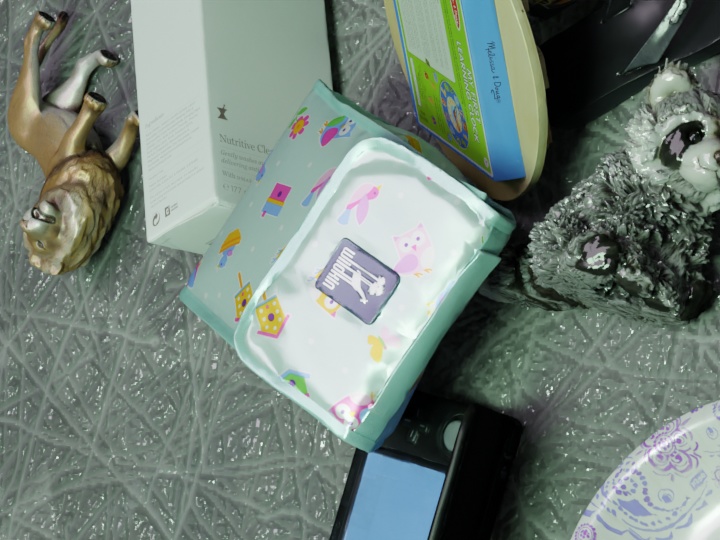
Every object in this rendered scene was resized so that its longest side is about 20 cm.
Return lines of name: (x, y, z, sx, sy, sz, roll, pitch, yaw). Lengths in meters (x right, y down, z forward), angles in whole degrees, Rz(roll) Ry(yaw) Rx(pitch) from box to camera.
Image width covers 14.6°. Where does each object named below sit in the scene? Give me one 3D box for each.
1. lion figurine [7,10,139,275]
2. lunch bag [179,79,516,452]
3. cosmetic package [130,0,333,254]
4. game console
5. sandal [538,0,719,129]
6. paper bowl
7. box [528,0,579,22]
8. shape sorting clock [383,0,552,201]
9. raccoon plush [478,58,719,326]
lion figurine: (-0.212, -0.091, 1.995, 0.123, 0.072, 0.200, -59, 31, 23)
lunch bag: (0.000, 0.000, 1.677, 0.171, 0.122, 0.200, -56, 30, 5)
cosmetic package: (-0.081, -0.111, 1.829, 0.081, 0.112, 0.201, -27, 61, 44)
game console: (0.013, 0.167, 1.646, 0.175, 0.116, 0.201, 14, 86, 45)
sandal: (0.171, -0.148, 1.648, 0.200, 0.043, 0.076, -38, 53, 29)
paper bowl: (0.206, 0.173, 1.445, 0.200, 0.104, 0.201, -29, 41, 29)
box: (0.165, -0.274, 1.665, 0.198, 0.050, 0.201, -31, 43, 36)
shape sorting clock: (0.062, -0.138, 1.685, 0.200, 0.039, 0.201, 161, 90, -75)
raccoon plush: (0.139, -0.050, 1.619, 0.199, 0.097, 0.135, 7, 74, 45)
